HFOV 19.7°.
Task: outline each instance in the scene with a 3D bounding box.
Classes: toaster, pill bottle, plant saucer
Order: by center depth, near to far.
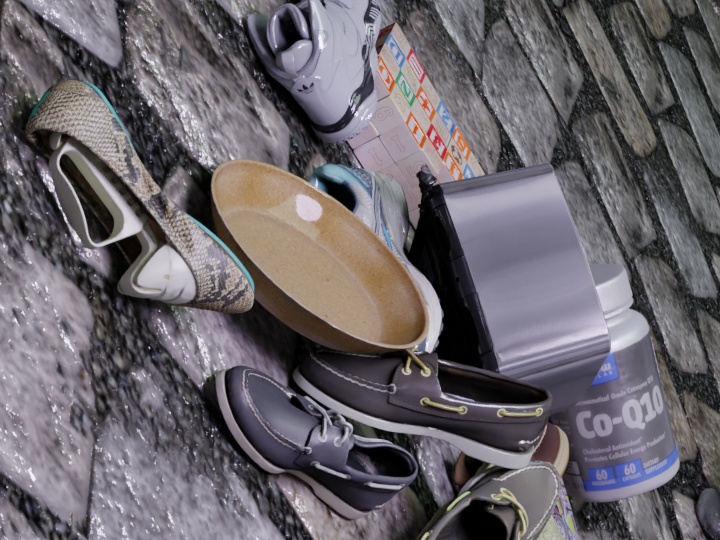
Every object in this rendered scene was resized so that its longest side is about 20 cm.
[{"bbox_3d":[-0.038,-0.002,1.539,0.199,0.036,0.201,33,24,-16],"label":"plant saucer"},{"bbox_3d":[0.116,0.021,1.721,0.200,0.118,0.182,102,-28,-68],"label":"toaster"},{"bbox_3d":[0.223,0.103,1.927,0.114,0.113,0.202,-45,122,-67],"label":"pill bottle"}]

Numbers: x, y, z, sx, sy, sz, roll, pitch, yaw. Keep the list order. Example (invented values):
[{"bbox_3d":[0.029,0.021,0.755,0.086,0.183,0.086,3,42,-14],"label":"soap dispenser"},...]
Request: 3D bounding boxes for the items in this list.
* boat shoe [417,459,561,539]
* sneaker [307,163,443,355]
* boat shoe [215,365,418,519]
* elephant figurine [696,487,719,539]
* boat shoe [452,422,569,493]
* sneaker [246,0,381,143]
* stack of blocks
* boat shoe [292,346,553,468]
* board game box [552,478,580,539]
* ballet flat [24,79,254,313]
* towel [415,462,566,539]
[{"bbox_3d":[0.091,0.199,1.546,0.201,0.060,0.072,-33,91,-39],"label":"boat shoe"},{"bbox_3d":[0.000,0.000,1.666,0.086,0.077,0.201,21,40,-44],"label":"sneaker"},{"bbox_3d":[-0.029,0.113,1.470,0.200,0.062,0.073,41,32,-45],"label":"boat shoe"},{"bbox_3d":[0.443,0.286,2.292,0.155,0.142,0.200,41,34,17],"label":"elephant figurine"},{"bbox_3d":[0.112,0.172,1.714,0.072,0.072,0.200,50,39,-7],"label":"boat shoe"},{"bbox_3d":[-0.038,-0.215,1.773,0.115,0.075,0.201,46,32,-45],"label":"sneaker"},{"bbox_3d":[0.048,-0.110,1.881,0.201,0.058,0.115,58,23,-18],"label":"stack of blocks"},{"bbox_3d":[0.048,0.089,1.558,0.200,0.061,0.072,18,22,-17],"label":"boat shoe"},{"bbox_3d":[0.140,0.155,1.860,0.120,0.032,0.202,22,48,-54],"label":"board game box"},{"bbox_3d":[-0.152,-0.031,1.361,0.201,0.068,0.075,53,47,-16],"label":"ballet flat"},{"bbox_3d":[0.120,0.263,1.607,0.148,0.036,0.201,-39,98,-37],"label":"towel"}]
